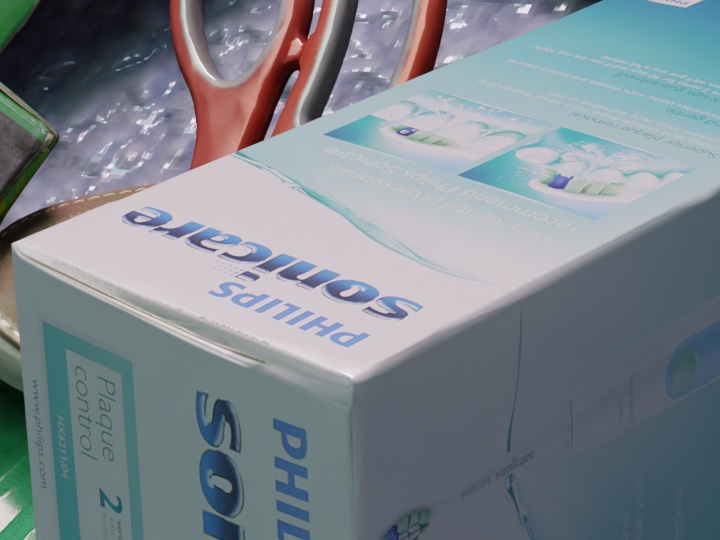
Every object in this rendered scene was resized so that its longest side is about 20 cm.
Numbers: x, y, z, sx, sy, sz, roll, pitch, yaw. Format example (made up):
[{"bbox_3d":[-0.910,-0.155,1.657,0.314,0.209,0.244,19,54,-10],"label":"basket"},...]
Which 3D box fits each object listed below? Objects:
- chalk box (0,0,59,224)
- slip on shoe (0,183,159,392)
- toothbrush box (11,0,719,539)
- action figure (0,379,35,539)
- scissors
[{"bbox_3d":[-0.167,-0.018,0.660,0.200,0.125,0.124,-54,6,-19],"label":"chalk box"},{"bbox_3d":[0.000,0.000,0.623,0.200,0.061,0.076,6,49,6],"label":"slip on shoe"},{"bbox_3d":[0.036,0.040,0.496,0.085,0.146,0.200,19,32,37],"label":"toothbrush box"},{"bbox_3d":[-0.095,0.077,0.636,0.118,0.055,0.200,17,53,33],"label":"action figure"},{"bbox_3d":[-0.033,0.004,0.593,0.073,0.014,0.200,11,77,22],"label":"scissors"}]
